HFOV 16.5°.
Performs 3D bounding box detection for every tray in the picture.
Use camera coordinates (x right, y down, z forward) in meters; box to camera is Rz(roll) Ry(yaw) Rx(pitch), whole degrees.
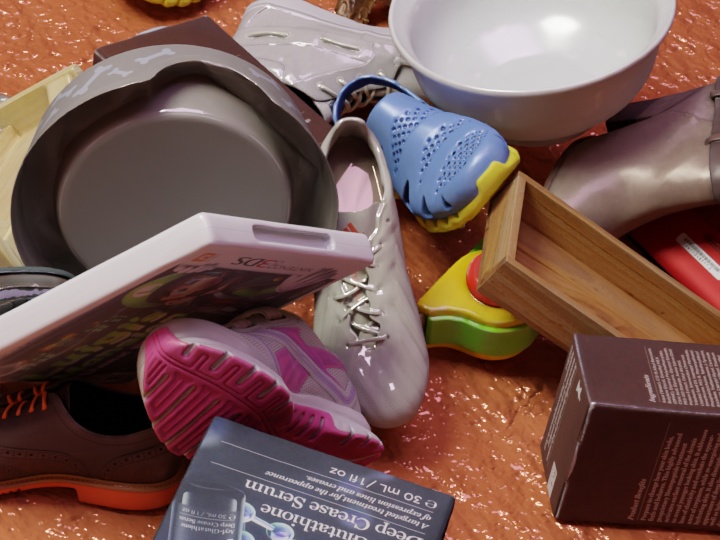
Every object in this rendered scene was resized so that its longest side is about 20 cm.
[{"bbox_3d":[0.167,0.028,1.619,0.199,0.037,0.099,33,35,-16],"label":"tray"}]

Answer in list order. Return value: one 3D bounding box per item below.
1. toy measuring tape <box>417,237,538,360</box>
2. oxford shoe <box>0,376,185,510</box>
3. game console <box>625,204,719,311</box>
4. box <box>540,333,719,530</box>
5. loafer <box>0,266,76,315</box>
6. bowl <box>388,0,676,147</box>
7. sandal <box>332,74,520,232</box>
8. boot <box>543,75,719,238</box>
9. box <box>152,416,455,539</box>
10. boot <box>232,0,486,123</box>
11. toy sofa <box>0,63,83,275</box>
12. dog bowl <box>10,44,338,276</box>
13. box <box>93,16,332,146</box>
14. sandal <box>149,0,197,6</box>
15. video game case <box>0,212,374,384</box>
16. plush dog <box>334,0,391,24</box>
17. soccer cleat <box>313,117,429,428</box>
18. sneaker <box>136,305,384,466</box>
[{"bbox_3d":[0.066,0.045,1.616,0.073,0.074,0.200,30,51,20],"label":"toy measuring tape"},{"bbox_3d":[-0.199,0.089,1.472,0.199,0.073,0.071,5,39,-10],"label":"oxford shoe"},{"bbox_3d":[0.302,-0.015,1.790,0.172,0.119,0.200,-37,53,-8],"label":"game console"},{"bbox_3d":[0.221,0.105,1.552,0.199,0.101,0.075,5,39,-12],"label":"box"},{"bbox_3d":[-0.259,0.052,1.494,0.199,0.072,0.063,-12,38,-7],"label":"loafer"},{"bbox_3d":[0.122,-0.151,1.749,0.200,0.091,0.202,-4,42,4],"label":"bowl"},{"bbox_3d":[0.036,-0.084,1.686,0.080,0.087,0.200,-48,25,-11],"label":"sandal"},{"bbox_3d":[0.217,-0.063,1.720,0.146,0.070,0.200,5,48,37],"label":"boot"},{"bbox_3d":[-0.049,0.198,1.353,0.148,0.107,0.200,18,39,5],"label":"box"},{"bbox_3d":[-0.005,-0.132,1.818,0.199,0.074,0.096,16,48,11],"label":"boot"},{"bbox_3d":[-0.216,-0.036,1.617,0.098,0.083,0.200,52,33,-22],"label":"toy sofa"},{"bbox_3d":[-0.114,-0.050,1.523,0.199,0.201,0.059,4,38,-11],"label":"dog bowl"},{"bbox_3d":[-0.092,-0.085,1.709,0.100,0.075,0.200,-21,51,-35],"label":"box"},{"bbox_3d":[-0.118,-0.271,1.920,0.079,0.087,0.200,32,44,20],"label":"sandal"},{"bbox_3d":[-0.117,0.021,1.450,0.182,0.199,0.023,7,62,-60],"label":"video game case"},{"bbox_3d":[0.085,-0.231,1.899,0.171,0.200,0.161,24,72,29],"label":"plush dog"},{"bbox_3d":[0.000,0.000,1.559,0.069,0.078,0.201,-8,65,-5],"label":"soccer cleat"},{"bbox_3d":[-0.068,0.064,1.466,0.200,0.081,0.089,34,30,-53],"label":"sneaker"}]
